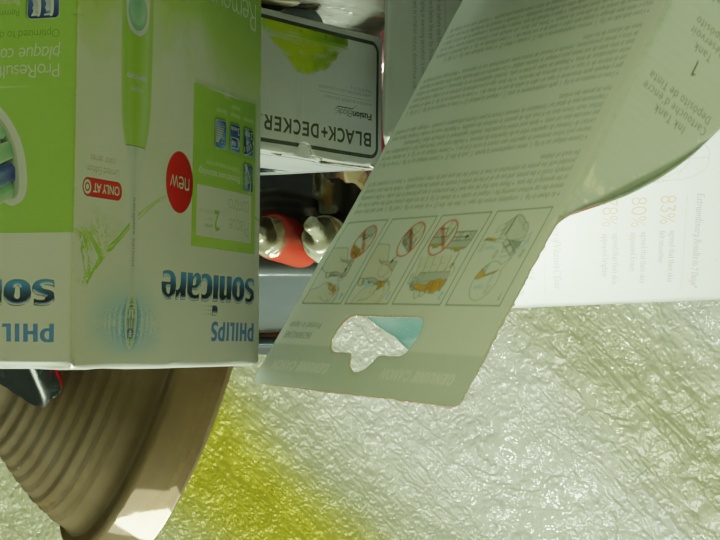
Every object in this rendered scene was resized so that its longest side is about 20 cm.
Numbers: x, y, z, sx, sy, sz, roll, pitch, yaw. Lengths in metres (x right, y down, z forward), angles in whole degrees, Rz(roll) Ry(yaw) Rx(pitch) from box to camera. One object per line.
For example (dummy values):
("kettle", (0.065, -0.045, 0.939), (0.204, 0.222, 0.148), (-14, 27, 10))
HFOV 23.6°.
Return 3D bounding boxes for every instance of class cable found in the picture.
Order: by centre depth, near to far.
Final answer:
("cable", (0.000, 0.000, 0.921), (0.097, 0.051, 0.200), (-9, 155, 22))

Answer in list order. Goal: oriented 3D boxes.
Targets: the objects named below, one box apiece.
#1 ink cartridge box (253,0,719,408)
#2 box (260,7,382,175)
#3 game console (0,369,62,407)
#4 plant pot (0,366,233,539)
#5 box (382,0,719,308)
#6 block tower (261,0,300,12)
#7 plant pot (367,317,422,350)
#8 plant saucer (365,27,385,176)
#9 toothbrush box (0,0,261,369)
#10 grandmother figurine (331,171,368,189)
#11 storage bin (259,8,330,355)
("ink cartridge box", (0.056, -0.034, 0.619), (0.057, 0.201, 0.162), (30, 166, -23))
("box", (-0.100, -0.075, 0.775), (0.199, 0.061, 0.116), (0, 178, 38))
("game console", (-0.248, -0.002, 0.729), (0.199, 0.119, 0.173), (28, 149, 29))
("plant pot", (-0.131, 0.035, 0.849), (0.092, 0.202, 0.201), (21, 171, -19))
("box", (0.114, -0.059, 0.781), (0.199, 0.098, 0.125), (-2, 140, 5))
("block tower", (-0.086, -0.133, 0.776), (0.057, 0.054, 0.200), (1, 178, -23))
("plant pot", (0.033, -0.059, 1.200), (0.134, 0.201, 0.200), (29, 170, -15))
("plant saucer", (0.096, -0.088, 0.863), (0.199, 0.051, 0.201), (1, 140, 1))
("toothbrush box", (-0.099, -0.066, 0.606), (0.086, 0.201, 0.146), (1, 177, 20))
("grandmother figurine", (0.012, -0.093, 1.040), (0.060, 0.122, 0.200), (31, -165, -13))
("storage bin", (-0.080, -0.061, 1.015), (0.145, 0.201, 0.134), (0, 167, -13))
